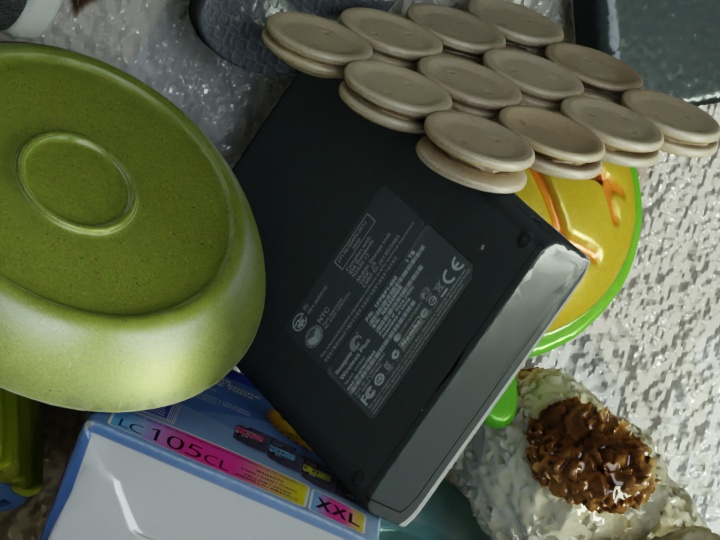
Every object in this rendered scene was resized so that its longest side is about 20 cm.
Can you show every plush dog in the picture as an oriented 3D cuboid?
[{"bbox_3d":[0.104,0.126,1.346,0.160,0.200,0.172,-29,104,-12],"label":"plush dog"}]

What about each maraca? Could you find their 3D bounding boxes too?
[{"bbox_3d":[0.055,-0.012,1.317,0.137,0.107,0.200,31,60,5],"label":"maraca"}]

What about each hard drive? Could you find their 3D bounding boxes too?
[{"bbox_3d":[0.000,0.000,1.233,0.033,0.200,0.140,26,102,-42],"label":"hard drive"},{"bbox_3d":[0.167,-0.183,1.391,0.139,0.033,0.201,-12,105,-26],"label":"hard drive"}]

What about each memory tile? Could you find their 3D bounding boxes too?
[{"bbox_3d":[0.062,-0.082,1.267,0.200,0.153,0.017,-10,126,-50],"label":"memory tile"}]

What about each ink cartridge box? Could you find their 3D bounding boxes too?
[{"bbox_3d":[-0.061,0.097,1.244,0.136,0.200,0.077,24,100,-3],"label":"ink cartridge box"}]

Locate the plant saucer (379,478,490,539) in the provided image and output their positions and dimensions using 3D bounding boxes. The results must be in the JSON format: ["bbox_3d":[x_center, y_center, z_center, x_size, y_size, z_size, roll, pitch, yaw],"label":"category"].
[{"bbox_3d":[-0.004,0.190,1.379,0.199,0.036,0.201,-6,103,-27],"label":"plant saucer"}]

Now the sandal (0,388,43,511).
[{"bbox_3d":[-0.216,0.043,1.226,0.087,0.080,0.200,-30,127,20],"label":"sandal"}]

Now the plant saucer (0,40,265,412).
[{"bbox_3d":[-0.126,-0.029,1.195,0.199,0.201,0.031,6,140,-29],"label":"plant saucer"}]

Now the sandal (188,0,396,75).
[{"bbox_3d":[-0.001,-0.161,1.314,0.200,0.043,0.076,-40,125,-21],"label":"sandal"}]

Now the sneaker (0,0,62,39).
[{"bbox_3d":[-0.158,-0.208,1.198,0.111,0.073,0.201,16,92,-29],"label":"sneaker"}]
